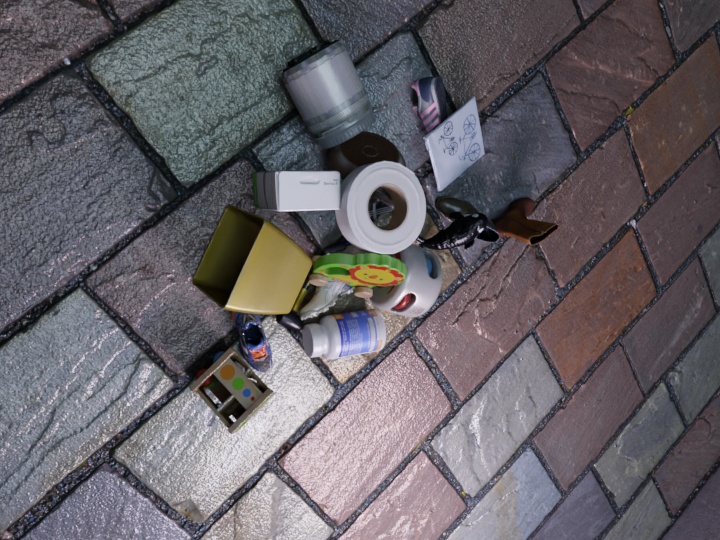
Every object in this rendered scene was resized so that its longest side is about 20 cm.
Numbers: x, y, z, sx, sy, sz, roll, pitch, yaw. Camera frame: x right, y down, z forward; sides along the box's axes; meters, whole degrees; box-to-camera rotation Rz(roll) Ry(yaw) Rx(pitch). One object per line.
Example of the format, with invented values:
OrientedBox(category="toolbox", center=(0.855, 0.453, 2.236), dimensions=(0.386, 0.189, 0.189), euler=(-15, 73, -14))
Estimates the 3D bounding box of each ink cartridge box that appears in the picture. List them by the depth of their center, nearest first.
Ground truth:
OrientedBox(category="ink cartridge box", center=(-0.147, -0.181, 1.156), dimensions=(0.144, 0.200, 0.085), euler=(-5, 102, -24))

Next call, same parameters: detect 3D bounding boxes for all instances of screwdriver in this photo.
OrientedBox(category="screwdriver", center=(-0.007, -0.078, 1.345), dimensions=(0.198, 0.028, 0.029), euler=(-19, 138, -23))

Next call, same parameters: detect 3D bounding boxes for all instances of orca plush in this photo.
OrientedBox(category="orca plush", center=(0.243, -0.104, 1.385), dimensions=(0.197, 0.071, 0.107), euler=(-7, 92, 17))

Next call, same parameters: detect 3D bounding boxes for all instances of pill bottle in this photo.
OrientedBox(category="pill bottle", center=(-0.043, 0.166, 1.325), dimensions=(0.198, 0.112, 0.114), euler=(-5, 102, -25))

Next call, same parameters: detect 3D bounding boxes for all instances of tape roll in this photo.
OrientedBox(category="tape roll", center=(0.047, -0.140, 1.150), dimensions=(0.200, 0.071, 0.205), euler=(-2, 95, -25))

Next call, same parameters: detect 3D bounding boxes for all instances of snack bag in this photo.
OrientedBox(category="snack bag", center=(0.255, -0.334, 1.390), dimensions=(0.200, 0.021, 0.189), euler=(-42, 136, -16))

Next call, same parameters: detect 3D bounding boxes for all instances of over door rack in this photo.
OrientedBox(category="over door rack", center=(0.034, -0.218, 1.314), dimensions=(0.146, 0.066, 0.203), euler=(-16, 107, -23))

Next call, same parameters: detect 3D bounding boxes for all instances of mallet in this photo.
OrientedBox(category="mallet", center=(-0.136, 0.059, 1.304), dimensions=(0.066, 0.041, 0.201), euler=(37, 78, -29))

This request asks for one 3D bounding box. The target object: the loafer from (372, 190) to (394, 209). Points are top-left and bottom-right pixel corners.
OrientedBox(category="loafer", center=(0.047, -0.192, 1.254), dimensions=(0.199, 0.063, 0.072), euler=(31, 48, -1))

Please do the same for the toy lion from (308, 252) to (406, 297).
OrientedBox(category="toy lion", center=(0.000, 0.000, 1.207), dimensions=(0.198, 0.191, 0.070), euler=(15, 68, -23))

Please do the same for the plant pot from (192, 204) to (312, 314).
OrientedBox(category="plant pot", center=(-0.231, -0.008, 1.165), dimensions=(0.176, 0.199, 0.202), euler=(27, 88, -41))

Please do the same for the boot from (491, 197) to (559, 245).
OrientedBox(category="boot", center=(0.483, -0.146, 1.474), dimensions=(0.187, 0.200, 0.069), euler=(-27, 111, -19))

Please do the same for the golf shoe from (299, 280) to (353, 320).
OrientedBox(category="golf shoe", center=(-0.090, 0.045, 1.298), dimensions=(0.199, 0.078, 0.098), euler=(-38, 98, -35))

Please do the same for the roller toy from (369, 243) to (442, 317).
OrientedBox(category="roller toy", center=(0.116, 0.025, 1.335), dimensions=(0.139, 0.182, 0.202), euler=(17, 93, -30))

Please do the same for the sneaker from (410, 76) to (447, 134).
OrientedBox(category="sneaker", center=(0.182, -0.409, 1.359), dimensions=(0.070, 0.081, 0.202), euler=(-51, 141, -42))

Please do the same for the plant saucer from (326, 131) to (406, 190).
OrientedBox(category="plant saucer", center=(0.019, -0.274, 1.234), dimensions=(0.198, 0.202, 0.037), euler=(-11, 145, -24))

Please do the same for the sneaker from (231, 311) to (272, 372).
OrientedBox(category="sneaker", center=(-0.255, 0.172, 1.228), dimensions=(0.075, 0.078, 0.202), euler=(-23, 126, -14))

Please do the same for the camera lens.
OrientedBox(category="camera lens", center=(-0.073, -0.402, 1.172), dimensions=(0.159, 0.160, 0.201), euler=(-35, 113, -16))

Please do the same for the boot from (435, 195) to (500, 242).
OrientedBox(category="boot", center=(0.304, -0.142, 1.430), dimensions=(0.198, 0.097, 0.075), euler=(26, 105, -16))

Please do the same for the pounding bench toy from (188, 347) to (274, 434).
OrientedBox(category="pounding bench toy", center=(-0.300, 0.280, 1.223), dimensions=(0.156, 0.200, 0.124), euler=(45, 75, 6))
